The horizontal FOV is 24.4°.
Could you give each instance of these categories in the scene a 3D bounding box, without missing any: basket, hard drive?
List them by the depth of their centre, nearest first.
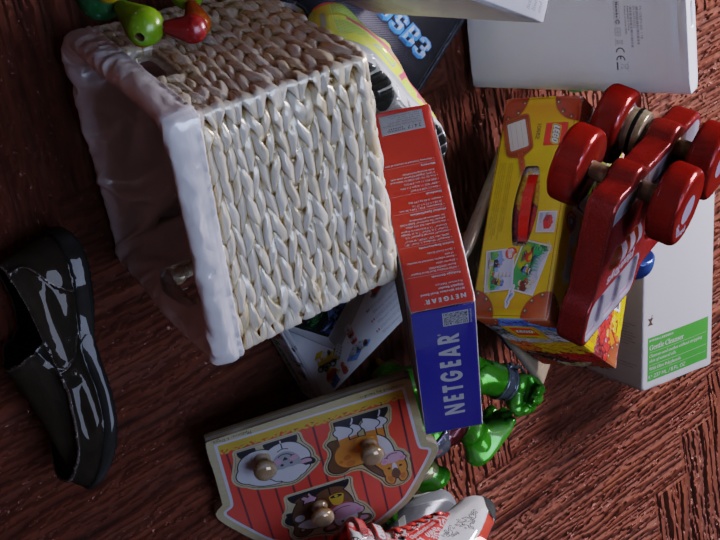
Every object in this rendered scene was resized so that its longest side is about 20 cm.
[{"bbox_3d":[-0.092,-0.079,1.189,0.160,0.198,0.201,-24,124,-20],"label":"basket"},{"bbox_3d":[0.185,-0.219,1.418,0.026,0.199,0.133,-40,129,-53],"label":"hard drive"}]

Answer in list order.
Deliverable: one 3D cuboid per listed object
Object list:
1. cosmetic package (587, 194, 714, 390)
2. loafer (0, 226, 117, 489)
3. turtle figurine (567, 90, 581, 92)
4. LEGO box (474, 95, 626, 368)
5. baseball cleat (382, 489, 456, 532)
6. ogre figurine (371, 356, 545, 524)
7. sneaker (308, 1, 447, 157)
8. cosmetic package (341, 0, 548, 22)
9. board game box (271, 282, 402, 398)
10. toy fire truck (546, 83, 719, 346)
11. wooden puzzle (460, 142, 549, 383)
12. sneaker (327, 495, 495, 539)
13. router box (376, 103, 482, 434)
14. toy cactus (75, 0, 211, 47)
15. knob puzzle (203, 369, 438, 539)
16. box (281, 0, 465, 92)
[{"bbox_3d":[0.286,0.003,1.649,0.107,0.085,0.201,-18,115,-34],"label":"cosmetic package"},{"bbox_3d":[-0.233,0.070,1.232,0.071,0.073,0.201,-16,105,-31],"label":"loafer"},{"bbox_3d":[0.207,-0.234,1.486,0.100,0.150,0.201,-4,95,0],"label":"turtle figurine"},{"bbox_3d":[0.176,-0.031,1.456,0.149,0.077,0.201,32,64,-53],"label":"LEGO box"},{"bbox_3d":[0.036,0.280,1.496,0.200,0.106,0.070,-39,131,-26],"label":"baseball cleat"},{"bbox_3d":[0.058,0.134,1.475,0.199,0.098,0.120,-26,125,19],"label":"ogre figurine"},{"bbox_3d":[0.011,-0.142,1.310,0.078,0.091,0.200,-21,148,8],"label":"sneaker"},{"bbox_3d":[0.055,-0.248,1.229,0.081,0.200,0.113,12,93,-40],"label":"cosmetic package"},{"bbox_3d":[0.000,0.000,1.431,0.200,0.035,0.127,-45,128,-23],"label":"board game box"},{"bbox_3d":[0.224,-0.048,1.382,0.200,0.112,0.169,-43,150,-49],"label":"toy fire truck"},{"bbox_3d":[0.143,-0.021,1.518,0.200,0.046,0.186,55,47,-42],"label":"wooden puzzle"},{"bbox_3d":[0.037,0.236,1.432,0.108,0.067,0.202,41,46,-3],"label":"sneaker"},{"bbox_3d":[0.052,0.003,1.295,0.049,0.180,0.200,-11,149,-1],"label":"router box"},{"bbox_3d":[-0.181,-0.222,1.139,0.164,0.201,0.102,-10,150,-1],"label":"toy cactus"},{"bbox_3d":[-0.026,0.183,1.403,0.219,0.031,0.220,-11,135,-11],"label":"knob puzzle"},{"bbox_3d":[-0.013,-0.214,1.347,0.200,0.050,0.199,42,76,-40],"label":"box"}]
